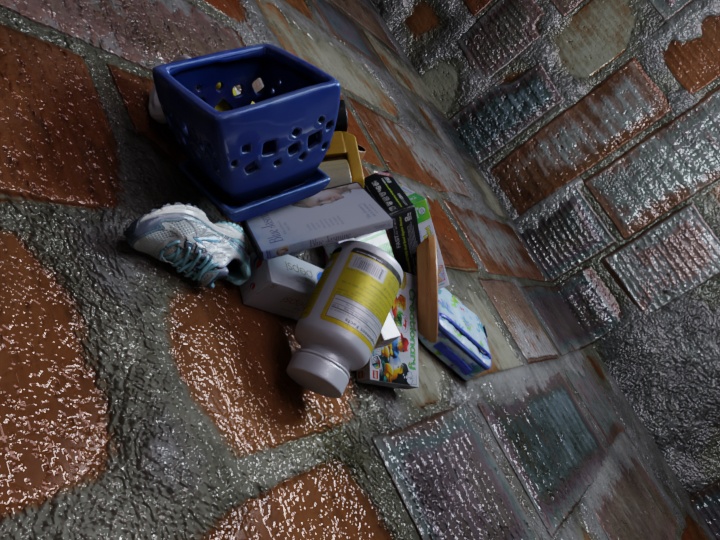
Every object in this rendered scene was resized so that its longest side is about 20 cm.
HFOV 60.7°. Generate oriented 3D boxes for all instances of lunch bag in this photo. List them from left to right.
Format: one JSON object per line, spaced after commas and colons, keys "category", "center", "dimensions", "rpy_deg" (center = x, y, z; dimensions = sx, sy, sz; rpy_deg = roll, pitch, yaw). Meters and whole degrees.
{"category": "lunch bag", "center": [0.199, 0.134, 1.335], "dimensions": [0.200, 0.082, 0.161], "rpy_deg": [41, 29, -25]}

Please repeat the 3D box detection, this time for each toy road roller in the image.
{"category": "toy road roller", "center": [-0.074, -0.189, 1.069], "dimensions": [0.146, 0.122, 0.202], "rpy_deg": [106, -26, -67]}

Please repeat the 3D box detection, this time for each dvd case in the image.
{"category": "dvd case", "center": [-0.069, -0.077, 0.892], "dimensions": [0.143, 0.198, 0.018], "rpy_deg": [-127, -153, -52]}

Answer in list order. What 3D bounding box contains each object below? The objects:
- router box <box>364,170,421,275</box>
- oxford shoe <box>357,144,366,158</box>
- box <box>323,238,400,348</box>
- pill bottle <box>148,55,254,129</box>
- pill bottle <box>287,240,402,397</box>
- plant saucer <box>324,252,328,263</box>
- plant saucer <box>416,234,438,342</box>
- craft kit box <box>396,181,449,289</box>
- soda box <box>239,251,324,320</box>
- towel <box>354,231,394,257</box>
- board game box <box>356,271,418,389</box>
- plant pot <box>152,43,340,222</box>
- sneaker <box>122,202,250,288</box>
{"category": "router box", "center": [0.071, -0.082, 1.258], "dimensions": [0.150, 0.062, 0.201], "rpy_deg": [-117, -171, -49]}
{"category": "oxford shoe", "center": [-0.069, -0.277, 1.239], "dimensions": [0.199, 0.071, 0.072], "rpy_deg": [28, 33, -39]}
{"category": "box", "center": [-0.001, 0.026, 0.980], "dimensions": [0.041, 0.039, 0.201], "rpy_deg": [-10, 68, -43]}
{"category": "pill bottle", "center": [-0.231, -0.247, 1.001], "dimensions": [0.199, 0.111, 0.112], "rpy_deg": [29, 33, -46]}
{"category": "pill bottle", "center": [-0.024, 0.068, 0.860], "dimensions": [0.111, 0.111, 0.201], "rpy_deg": [41, 61, -27]}
{"category": "plant saucer", "center": [0.000, 0.000, 1.177], "dimensions": [0.200, 0.051, 0.201], "rpy_deg": [43, 25, -26]}
{"category": "plant saucer", "center": [0.123, 0.034, 1.153], "dimensions": [0.200, 0.037, 0.203], "rpy_deg": [-1, 90, -86]}
{"category": "craft kit box", "center": [0.117, -0.079, 1.339], "dimensions": [0.200, 0.048, 0.199], "rpy_deg": [-128, -165, -67]}
{"category": "soda box", "center": [-0.093, 0.031, 0.940], "dimensions": [0.199, 0.063, 0.069], "rpy_deg": [23, 39, -49]}
{"category": "towel", "center": [0.026, 0.036, 1.085], "dimensions": [0.152, 0.023, 0.202], "rpy_deg": [-24, 96, -49]}
{"category": "board game box", "center": [0.047, 0.094, 1.045], "dimensions": [0.126, 0.034, 0.202], "rpy_deg": [18, 66, -44]}
{"category": "plant pot", "center": [-0.157, -0.195, 0.881], "dimensions": [0.199, 0.181, 0.200], "rpy_deg": [-25, 44, -30]}
{"category": "sneaker", "center": [-0.207, -0.025, 0.788], "dimensions": [0.199, 0.077, 0.087], "rpy_deg": [10, 52, -58]}
